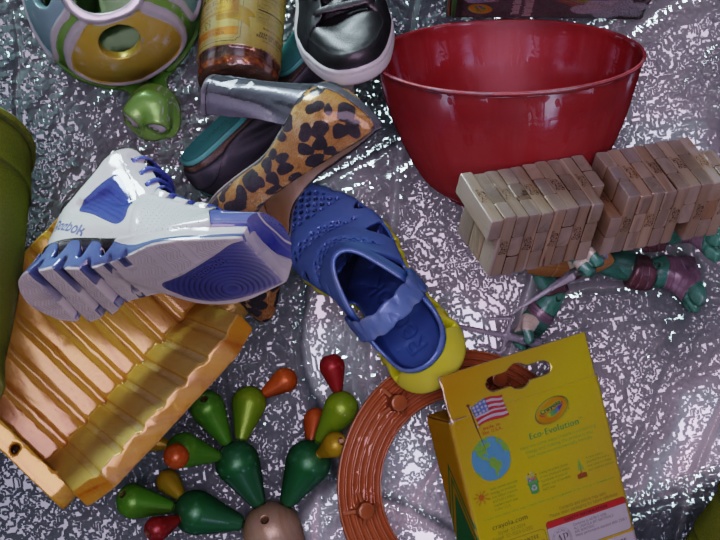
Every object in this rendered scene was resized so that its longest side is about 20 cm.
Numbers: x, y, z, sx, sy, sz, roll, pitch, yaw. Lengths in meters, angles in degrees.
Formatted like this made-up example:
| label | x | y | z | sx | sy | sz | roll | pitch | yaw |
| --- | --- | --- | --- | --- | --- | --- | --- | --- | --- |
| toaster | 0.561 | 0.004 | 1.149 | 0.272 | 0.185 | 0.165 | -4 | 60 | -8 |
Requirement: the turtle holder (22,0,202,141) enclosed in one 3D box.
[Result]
| label | x | y | z | sx | sy | sz | roll | pitch | yaw |
| --- | --- | --- | --- | --- | --- | --- | --- | --- | --- |
| turtle holder | -0.189 | -0.195 | 1.593 | 0.140 | 0.132 | 0.186 | 9 | 88 | 0 |

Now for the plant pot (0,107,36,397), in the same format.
| label | x | y | z | sx | sy | sz | roll | pitch | yaw |
| --- | --- | --- | --- | --- | --- | --- | --- | --- | --- |
| plant pot | -0.324 | 0.005 | 1.524 | 0.200 | 0.201 | 0.194 | -9 | 65 | 0 |

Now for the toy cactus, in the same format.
| label | x | y | z | sx | sy | sz | roll | pitch | yaw |
| --- | --- | --- | --- | --- | --- | --- | --- | --- | --- |
| toy cactus | -0.078 | 0.164 | 1.609 | 0.200 | 0.102 | 0.165 | -27 | 98 | -9 |

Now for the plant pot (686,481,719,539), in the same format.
| label | x | y | z | sx | sy | sz | roll | pitch | yaw |
| --- | --- | --- | --- | --- | --- | --- | --- | --- | --- |
| plant pot | 0.276 | 0.289 | 1.548 | 0.200 | 0.200 | 0.193 | 40 | 100 | 2 |

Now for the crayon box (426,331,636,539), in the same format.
| label | x | y | z | sx | sy | sz | roll | pitch | yaw |
| --- | --- | --- | --- | --- | --- | --- | --- | --- | --- |
| crayon box | 0.128 | 0.156 | 1.584 | 0.127 | 0.051 | 0.201 | -15 | 96 | -19 |

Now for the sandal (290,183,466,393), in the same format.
| label | x | y | z | sx | sy | sz | roll | pitch | yaw |
| --- | --- | --- | --- | --- | --- | --- | --- | --- | --- |
| sandal | 0.000 | 0.000 | 1.584 | 0.079 | 0.087 | 0.200 | -45 | 58 | 0 |

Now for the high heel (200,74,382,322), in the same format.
| label | x | y | z | sx | sy | sz | roll | pitch | yaw |
| --- | --- | --- | --- | --- | --- | --- | --- | --- | --- |
| high heel | -0.042 | -0.042 | 1.544 | 0.142 | 0.071 | 0.201 | 10 | 120 | 30 |

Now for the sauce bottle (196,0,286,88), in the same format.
| label | x | y | z | sx | sy | sz | roll | pitch | yaw |
| --- | --- | --- | --- | --- | --- | --- | --- | --- | --- |
| sauce bottle | -0.085 | -0.225 | 1.604 | 0.066 | 0.066 | 0.201 | 2 | 64 | 1 |

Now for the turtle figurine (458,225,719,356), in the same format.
| label | x | y | z | sx | sy | sz | roll | pitch | yaw |
| --- | --- | --- | --- | --- | --- | --- | --- | --- | --- |
| turtle figurine | 0.161 | -0.006 | 1.592 | 0.199 | 0.150 | 0.101 | -3 | 70 | -8 |

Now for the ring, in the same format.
| label | x | y | z | sx | sy | sz | roll | pitch | yaw |
| --- | --- | --- | --- | --- | --- | --- | --- | --- | --- |
| ring | 0.078 | 0.160 | 1.604 | 0.200 | 0.019 | 0.201 | 0 | 90 | -19 |

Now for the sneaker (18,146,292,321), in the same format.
| label | x | y | z | sx | sy | sz | roll | pitch | yaw |
| --- | --- | --- | --- | --- | --- | --- | --- | --- | --- |
| sneaker | -0.145 | -0.038 | 1.510 | 0.199 | 0.081 | 0.115 | -7 | 54 | 25 |

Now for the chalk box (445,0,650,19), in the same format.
| label | x | y | z | sx | sy | sz | roll | pitch | yaw |
| --- | --- | --- | --- | --- | --- | --- | --- | --- | --- |
| chalk box | 0.120 | -0.261 | 1.593 | 0.199 | 0.124 | 0.124 | 1 | 83 | -1 |

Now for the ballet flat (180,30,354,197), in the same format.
| label | x | y | z | sx | sy | sz | roll | pitch | yaw |
| --- | --- | --- | --- | --- | --- | --- | --- | --- | --- |
| ballet flat | -0.052 | -0.129 | 1.628 | 0.073 | 0.073 | 0.200 | 41 | 83 | 2 |

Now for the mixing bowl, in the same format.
| label | x | y | z | sx | sy | sz | roll | pitch | yaw |
| --- | --- | --- | --- | --- | --- | --- | --- | --- | --- |
| mixing bowl | 0.109 | -0.109 | 1.576 | 0.199 | 0.200 | 0.109 | -1 | 112 | 0 |

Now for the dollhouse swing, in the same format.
| label | x | y | z | sx | sy | sz | roll | pitch | yaw |
| --- | --- | --- | --- | --- | --- | --- | --- | --- | --- |
| dollhouse swing | -0.198 | 0.053 | 1.551 | 0.182 | 0.176 | 0.200 | 43 | 82 | 2 |

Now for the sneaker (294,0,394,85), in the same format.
| label | x | y | z | sx | sy | sz | roll | pitch | yaw |
| --- | --- | --- | --- | --- | --- | --- | --- | --- | --- |
| sneaker | -0.028 | -0.232 | 1.553 | 0.073 | 0.112 | 0.200 | -15 | 43 | 4 |

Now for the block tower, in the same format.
| label | x | y | z | sx | sy | sz | roll | pitch | yaw |
| --- | --- | --- | --- | --- | --- | --- | --- | --- | --- |
| block tower | 0.162 | -0.045 | 1.507 | 0.199 | 0.058 | 0.054 | -9 | 44 | -25 |
